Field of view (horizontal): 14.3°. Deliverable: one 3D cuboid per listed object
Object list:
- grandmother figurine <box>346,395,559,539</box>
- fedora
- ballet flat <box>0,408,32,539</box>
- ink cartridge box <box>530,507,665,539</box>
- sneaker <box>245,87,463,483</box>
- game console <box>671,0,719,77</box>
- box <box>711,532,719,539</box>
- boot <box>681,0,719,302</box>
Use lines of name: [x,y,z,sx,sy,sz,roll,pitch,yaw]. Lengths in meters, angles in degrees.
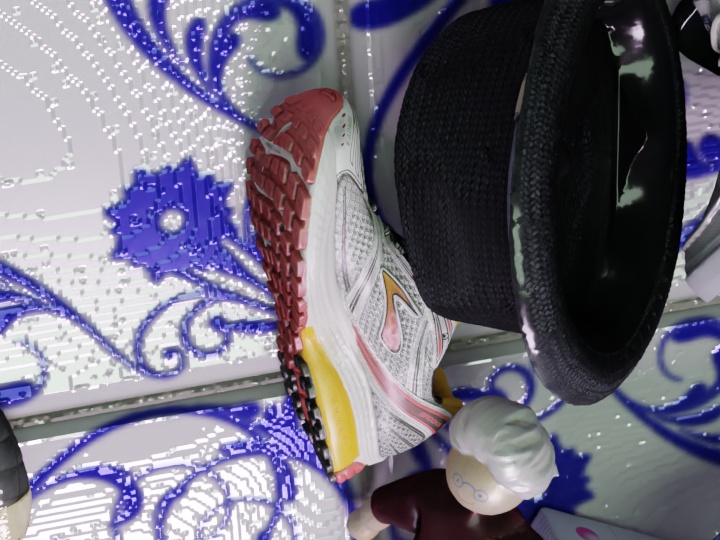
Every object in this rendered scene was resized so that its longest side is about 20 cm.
grandmother figurine: [0.047,0.140,1.345,0.121,0.061,0.200,22,128,8]
fedora: [0.072,-0.044,1.241,0.091,0.201,0.201,3,126,28]
ballet flat: [-0.202,0.056,1.259,0.066,0.057,0.200,-27,122,0]
ink cartridge box: [0.189,0.201,1.370,0.196,0.200,0.043,17,113,-24]
sneaker: [0.000,0.000,1.285,0.082,0.078,0.200,-19,131,-10]
game console: [0.262,-0.101,1.245,0.170,0.119,0.200,26,125,-27]
box: [0.261,0.125,1.363,0.200,0.121,0.032,-38,150,-20]
boot: [0.180,-0.084,1.241,0.096,0.074,0.200,41,118,6]
